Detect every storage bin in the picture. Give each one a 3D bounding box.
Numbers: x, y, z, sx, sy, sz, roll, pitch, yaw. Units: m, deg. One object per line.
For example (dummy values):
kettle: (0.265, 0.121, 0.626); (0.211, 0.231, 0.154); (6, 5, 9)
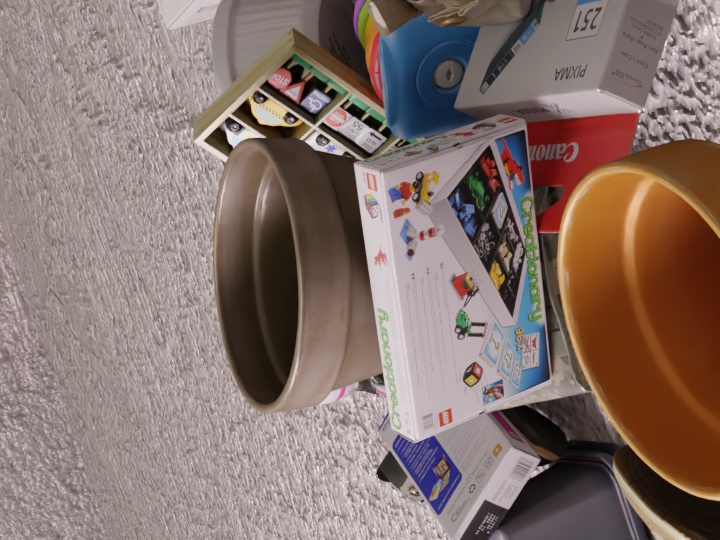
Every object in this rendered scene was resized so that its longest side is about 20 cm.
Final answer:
storage bin: (0.170, 0.261, 1.385); (0.145, 0.134, 0.201); (-6, 103, 66)

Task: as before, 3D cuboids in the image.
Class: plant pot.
plant pot: (0.000, 0.000, 1.212); (0.200, 0.173, 0.201); (177, 90, -67)
plant pot: (0.245, 0.007, 0.950); (0.200, 0.183, 0.201); (47, 148, 42)

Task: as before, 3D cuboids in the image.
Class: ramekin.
ramekin: (-0.047, -0.164, 1.459); (0.202, 0.094, 0.203); (-12, -90, -69)

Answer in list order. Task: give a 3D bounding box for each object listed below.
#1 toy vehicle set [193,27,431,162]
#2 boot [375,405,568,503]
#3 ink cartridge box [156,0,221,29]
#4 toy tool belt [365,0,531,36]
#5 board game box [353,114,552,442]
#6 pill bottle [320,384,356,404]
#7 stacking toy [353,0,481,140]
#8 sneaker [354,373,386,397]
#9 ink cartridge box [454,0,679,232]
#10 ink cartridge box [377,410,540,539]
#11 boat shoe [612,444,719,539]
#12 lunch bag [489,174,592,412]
toy vehicle set: (-0.025, -0.105, 1.373); (0.124, 0.200, 0.027); (-41, 35, 26)
boot: (0.096, 0.167, 1.455); (0.077, 0.139, 0.200); (31, -178, -24)
ink cartridge box: (-0.098, -0.300, 1.494); (0.200, 0.146, 0.083); (-21, 89, 66)
toy tool belt: (0.052, -0.271, 1.175); (0.125, 0.122, 0.201); (-1, 96, 63)
board game box: (0.068, 0.005, 1.135); (0.035, 0.126, 0.201); (22, 125, 53)
pill bottle: (0.030, 0.029, 1.416); (0.113, 0.199, 0.114); (46, 148, 42)
stacking toy: (0.036, -0.206, 1.363); (0.200, 0.109, 0.117); (-122, 21, -51)
sneaker: (0.076, 0.051, 1.348); (0.080, 0.199, 0.087); (3, 103, 54)
ink cartridge box: (0.131, -0.117, 1.159); (0.200, 0.045, 0.177); (3, 74, 65)
ink cartridge box: (0.079, 0.147, 1.388); (0.095, 0.037, 0.200); (-59, 28, 10)
boat shoe: (0.257, 0.207, 1.226); (0.200, 0.074, 0.067); (47, 142, 42)
lunch bag: (0.141, -0.005, 1.257); (0.164, 0.117, 0.201); (-21, 84, 64)
